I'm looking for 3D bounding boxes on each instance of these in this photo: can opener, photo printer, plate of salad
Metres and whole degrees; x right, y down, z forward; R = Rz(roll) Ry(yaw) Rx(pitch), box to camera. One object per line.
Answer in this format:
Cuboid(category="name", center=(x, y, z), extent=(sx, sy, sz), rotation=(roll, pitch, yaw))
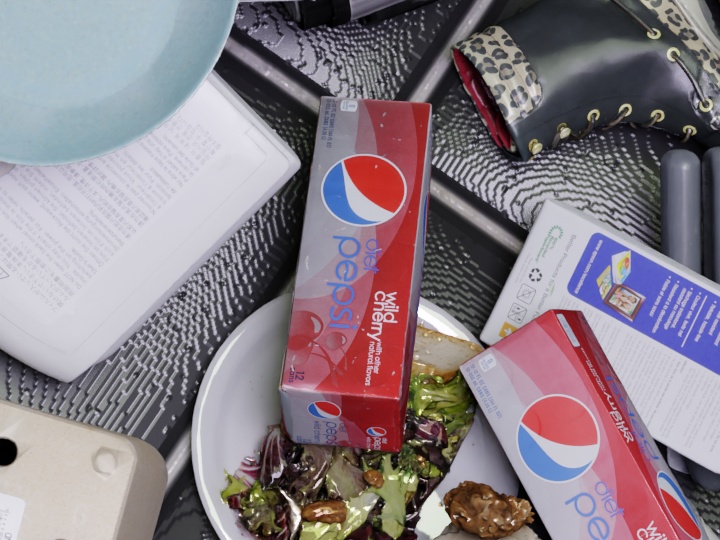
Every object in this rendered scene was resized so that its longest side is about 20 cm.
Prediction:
Cuboid(category="can opener", center=(0.210, 0.029, 1.476), extent=(0.053, 0.067, 0.202), rotation=(-4, 99, -9))
Cuboid(category="photo printer", center=(-0.158, -0.049, 1.395), extent=(0.200, 0.069, 0.166), rotation=(-45, 103, 4))
Cuboid(category="plate of salad", center=(0.001, 0.101, 1.439), extent=(0.198, 0.048, 0.202), rotation=(4, 74, -13))

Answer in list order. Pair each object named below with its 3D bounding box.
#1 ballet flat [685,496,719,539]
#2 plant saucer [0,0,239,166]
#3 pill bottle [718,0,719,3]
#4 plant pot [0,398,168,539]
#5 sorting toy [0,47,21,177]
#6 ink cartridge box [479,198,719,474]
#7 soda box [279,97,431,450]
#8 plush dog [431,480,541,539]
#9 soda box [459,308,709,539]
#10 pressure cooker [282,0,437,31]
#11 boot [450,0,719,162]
Cuboid(category="ballet flat", center=(0.192, 0.192, 1.457), extent=(0.072, 0.072, 0.202), rotation=(-18, 79, -17))
Cuboid(category="plant saucer", center=(-0.157, -0.148, 1.292), extent=(0.199, 0.039, 0.203), rotation=(-2, 78, 7))
Cuboid(category="pill bottle", center=(0.274, -0.195, 1.553), extent=(0.111, 0.111, 0.201), rotation=(-26, 82, -19))
Cuboid(category="plant pot", center=(-0.206, 0.153, 1.306), extent=(0.199, 0.177, 0.201), rotation=(18, 71, -9))
Cuboid(category="sorting toy", center=(-0.254, -0.120, 1.349), extent=(0.179, 0.107, 0.201), rotation=(8, 69, 14))
Cuboid(category="ink cartridge box", center=(0.174, 0.044, 1.443), extent=(0.199, 0.037, 0.095), rotation=(30, 100, 24))
Cuboid(category="soda box", center=(0.000, 0.000, 1.422), extent=(0.069, 0.064, 0.201), rotation=(5, 59, 4))
Cuboid(category="plush dog", center=(0.050, 0.214, 1.381), extent=(0.172, 0.160, 0.201), rotation=(-40, 130, -32))
Cuboid(category="soda box", center=(0.137, 0.124, 1.405), extent=(0.070, 0.063, 0.201), rotation=(-33, 77, 17))
Cuboid(category="pressure cooker", center=(-0.008, -0.240, 1.461), extent=(0.199, 0.176, 0.180), rotation=(-21, 80, -5))
Cuboid(category="boot", center=(0.163, -0.094, 1.524), extent=(0.153, 0.073, 0.204), rotation=(-30, 87, -13))
